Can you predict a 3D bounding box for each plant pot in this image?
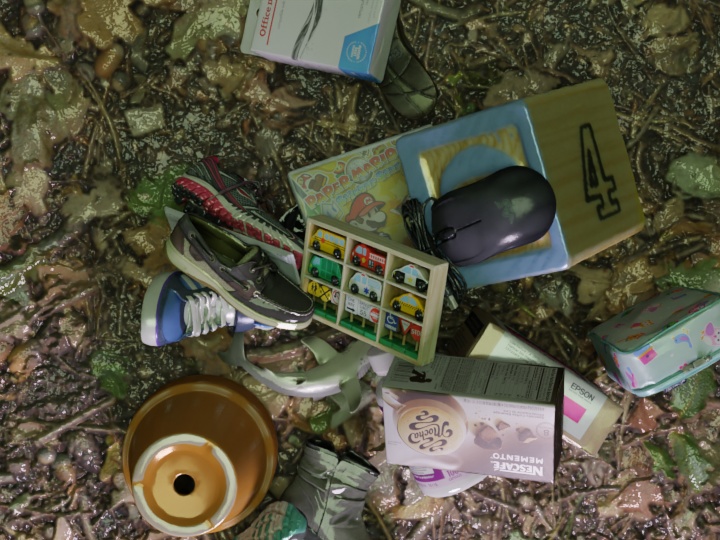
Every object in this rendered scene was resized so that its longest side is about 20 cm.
[{"bbox_3d":[-0.207,0.242,1.419,0.199,0.183,0.201,0,94,-1],"label":"plant pot"}]

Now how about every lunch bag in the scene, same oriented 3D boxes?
[{"bbox_3d":[0.380,0.082,1.410,0.160,0.200,0.077,-26,96,-1],"label":"lunch bag"}]

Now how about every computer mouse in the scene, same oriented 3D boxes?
[{"bbox_3d":[0.127,-0.045,1.264,0.200,0.053,0.139,-29,84,41],"label":"computer mouse"}]

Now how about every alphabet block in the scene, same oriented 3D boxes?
[{"bbox_3d":[0.193,-0.102,1.359,0.195,0.200,0.197,-11,97,40],"label":"alphabet block"}]

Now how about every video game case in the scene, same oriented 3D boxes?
[{"bbox_3d":[0.030,-0.071,1.446,0.199,0.023,0.183,-20,81,-8],"label":"video game case"}]

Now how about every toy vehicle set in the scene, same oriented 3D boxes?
[{"bbox_3d":[0.010,0.020,1.349,0.200,0.026,0.125,22,115,37],"label":"toy vehicle set"}]

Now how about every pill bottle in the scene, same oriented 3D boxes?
[{"bbox_3d":[0.087,0.176,1.448,0.112,0.112,0.200,-26,99,1],"label":"pill bottle"}]

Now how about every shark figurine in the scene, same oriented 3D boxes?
[{"bbox_3d":[-0.075,0.140,1.472,0.214,0.090,0.129,-1,60,-9],"label":"shark figurine"}]

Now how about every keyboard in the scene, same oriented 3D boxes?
[{"bbox_3d":[-0.162,-0.032,1.427,0.199,0.056,0.011,20,60,26],"label":"keyboard"}]

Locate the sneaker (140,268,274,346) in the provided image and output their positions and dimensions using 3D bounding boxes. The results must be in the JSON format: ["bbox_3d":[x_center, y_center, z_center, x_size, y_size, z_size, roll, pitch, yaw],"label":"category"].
[{"bbox_3d":[-0.170,0.042,1.394,0.146,0.200,0.081,6,107,10],"label":"sneaker"}]

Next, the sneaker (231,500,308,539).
[{"bbox_3d":[-0.105,0.359,1.453,0.091,0.200,0.078,29,49,-14],"label":"sneaker"}]

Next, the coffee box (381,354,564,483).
[{"bbox_3d":[0.132,0.168,1.320,0.199,0.080,0.113,5,121,15],"label":"coffee box"}]

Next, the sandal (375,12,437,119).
[{"bbox_3d":[0.037,-0.282,1.449,0.082,0.055,0.200,-34,86,14],"label":"sandal"}]

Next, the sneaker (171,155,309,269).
[{"bbox_3d":[-0.141,-0.075,1.433,0.200,0.081,0.075,36,63,11],"label":"sneaker"}]

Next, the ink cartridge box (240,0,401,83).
[{"bbox_3d":[-0.061,-0.311,1.413,0.199,0.067,0.116,14,94,16],"label":"ink cartridge box"}]

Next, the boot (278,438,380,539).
[{"bbox_3d":[-0.008,0.313,1.484,0.200,0.068,0.131,30,95,-1],"label":"boot"}]

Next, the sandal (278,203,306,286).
[{"bbox_3d":[-0.064,-0.062,1.468,0.075,0.048,0.201,34,92,-3],"label":"sandal"}]

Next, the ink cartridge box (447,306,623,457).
[{"bbox_3d":[0.214,0.135,1.429,0.200,0.165,0.075,34,93,-4],"label":"ink cartridge box"}]

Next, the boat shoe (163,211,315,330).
[{"bbox_3d":[-0.140,0.000,1.363,0.200,0.072,0.066,30,127,1],"label":"boat shoe"}]
